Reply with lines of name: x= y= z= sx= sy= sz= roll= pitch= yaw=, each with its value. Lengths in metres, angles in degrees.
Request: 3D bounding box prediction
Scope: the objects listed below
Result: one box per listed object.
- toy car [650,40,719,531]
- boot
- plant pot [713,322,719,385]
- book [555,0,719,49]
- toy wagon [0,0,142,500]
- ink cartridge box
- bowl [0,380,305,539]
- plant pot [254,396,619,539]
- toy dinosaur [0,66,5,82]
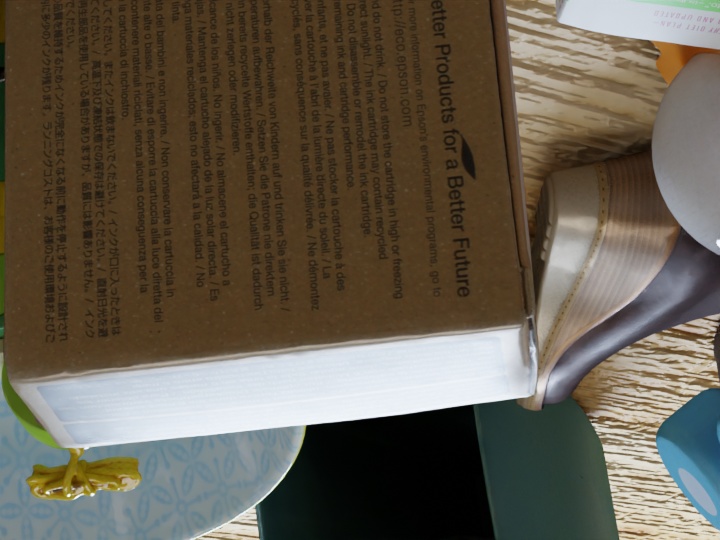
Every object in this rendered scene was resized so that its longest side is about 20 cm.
toy car: x=0.174 y=-0.026 z=0.915 sx=0.184 sy=0.200 sz=0.177 roll=-36 pitch=178 yaw=-10
boot: x=0.157 y=0.011 z=1.067 sx=0.166 sy=0.073 sz=0.200 roll=0 pitch=151 yaw=-5
plant pot: x=0.290 y=0.102 z=1.169 sx=0.200 sy=0.175 sz=0.200 roll=-4 pitch=156 yaw=-2
book: x=0.150 y=-0.143 z=0.771 sx=0.133 sy=0.048 sz=0.200 roll=2 pitch=153 yaw=-9
toy wagon: x=-0.100 y=-0.018 z=0.809 sx=0.155 sy=0.201 sz=0.040 roll=-7 pitch=153 yaw=6
ink cartridge box: x=-0.031 y=-0.052 z=0.751 sx=0.164 sy=0.201 sz=0.075 roll=-5 pitch=156 yaw=4
bowl: x=-0.129 y=0.033 z=1.009 sx=0.199 sy=0.108 sz=0.200 roll=-6 pitch=142 yaw=-5
plant pot: x=0.056 y=0.133 z=1.245 sx=0.141 sy=0.142 sz=0.200 roll=-18 pitch=159 yaw=28
toy dinosaur: x=-0.181 y=-0.098 z=0.781 sx=0.200 sy=0.103 sz=0.077 roll=-10 pitch=-168 yaw=41
